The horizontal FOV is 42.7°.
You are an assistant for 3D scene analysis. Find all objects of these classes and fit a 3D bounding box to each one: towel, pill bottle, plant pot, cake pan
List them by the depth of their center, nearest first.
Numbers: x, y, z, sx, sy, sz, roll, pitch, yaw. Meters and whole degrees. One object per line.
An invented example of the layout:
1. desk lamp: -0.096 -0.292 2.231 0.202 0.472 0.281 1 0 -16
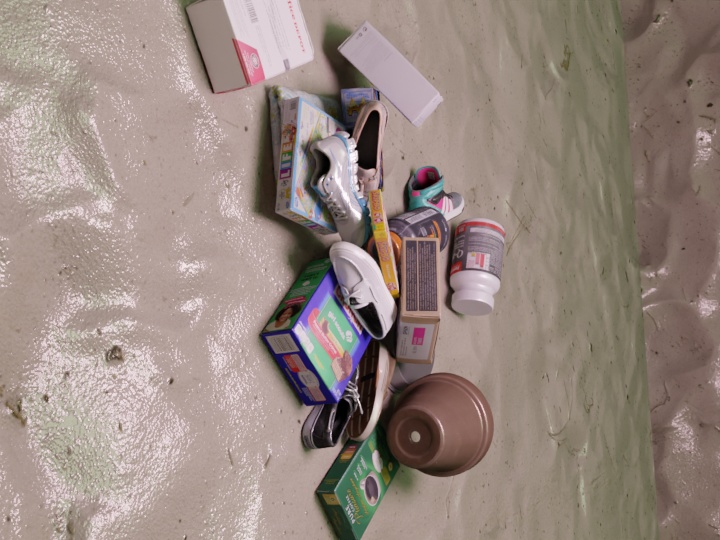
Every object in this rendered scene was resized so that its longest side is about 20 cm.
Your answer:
1. towel: -0.090 -0.217 1.629 0.171 0.048 0.201 1 83 -59
2. plant pot: 0.129 0.296 1.719 0.174 0.199 0.202 2 82 -65
3. pill bottle: 0.091 -0.059 1.833 0.200 0.106 0.107 -26 106 -56
4. cake pan: 0.095 0.150 1.863 0.200 0.037 0.202 16 71 -56
5. pill bottle: 0.263 -0.008 2.088 0.116 0.115 0.201 39 52 -48

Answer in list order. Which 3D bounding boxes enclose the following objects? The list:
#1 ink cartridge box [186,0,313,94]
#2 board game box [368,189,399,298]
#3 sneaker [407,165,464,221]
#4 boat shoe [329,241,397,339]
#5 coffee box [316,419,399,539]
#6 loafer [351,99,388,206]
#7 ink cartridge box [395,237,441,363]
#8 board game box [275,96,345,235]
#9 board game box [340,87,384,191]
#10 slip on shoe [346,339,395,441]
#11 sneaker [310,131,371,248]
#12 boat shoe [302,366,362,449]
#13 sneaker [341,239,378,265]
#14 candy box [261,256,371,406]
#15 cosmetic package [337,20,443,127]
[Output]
1. ink cartridge box: -0.174 -0.385 1.494 0.200 0.084 0.146 -39 117 -52
2. board game box: 0.042 -0.037 1.594 0.201 0.030 0.096 80 3 -51
3. sneaker: 0.162 -0.171 1.995 0.200 0.083 0.122 -35 123 -54
4. boat shoe: 0.000 0.038 1.571 0.069 0.072 0.201 -69 146 -40
5. coffee box: -0.001 0.374 1.661 0.200 0.044 0.123 -54 129 -48
6. loafer: 0.005 -0.195 1.599 0.063 0.071 0.201 -81 -178 -75
7. ink cartridge box: 0.105 0.058 1.710 0.200 0.075 0.166 93 -1 -60
8. board game box: -0.083 -0.175 1.563 0.134 0.034 0.201 25 64 -52
9. board game box: 0.004 -0.258 1.698 0.200 0.061 0.201 41 46 -82
10. slip on shoe: 0.024 0.227 1.703 0.061 0.076 0.201 38 45 -34
11. sneaker: -0.044 -0.127 1.534 0.086 0.075 0.201 -19 97 -42
12. boat shoe: -0.033 0.228 1.613 0.200 0.068 0.074 -57 131 -46
13. sneaker: 0.000 0.000 1.713 0.200 0.075 0.116 78 -14 -55
14. candy box: -0.065 0.102 1.580 0.170 0.077 0.200 61 37 -28
15. cosmetic package: 0.061 -0.372 1.754 0.200 0.081 0.113 47 10 5
